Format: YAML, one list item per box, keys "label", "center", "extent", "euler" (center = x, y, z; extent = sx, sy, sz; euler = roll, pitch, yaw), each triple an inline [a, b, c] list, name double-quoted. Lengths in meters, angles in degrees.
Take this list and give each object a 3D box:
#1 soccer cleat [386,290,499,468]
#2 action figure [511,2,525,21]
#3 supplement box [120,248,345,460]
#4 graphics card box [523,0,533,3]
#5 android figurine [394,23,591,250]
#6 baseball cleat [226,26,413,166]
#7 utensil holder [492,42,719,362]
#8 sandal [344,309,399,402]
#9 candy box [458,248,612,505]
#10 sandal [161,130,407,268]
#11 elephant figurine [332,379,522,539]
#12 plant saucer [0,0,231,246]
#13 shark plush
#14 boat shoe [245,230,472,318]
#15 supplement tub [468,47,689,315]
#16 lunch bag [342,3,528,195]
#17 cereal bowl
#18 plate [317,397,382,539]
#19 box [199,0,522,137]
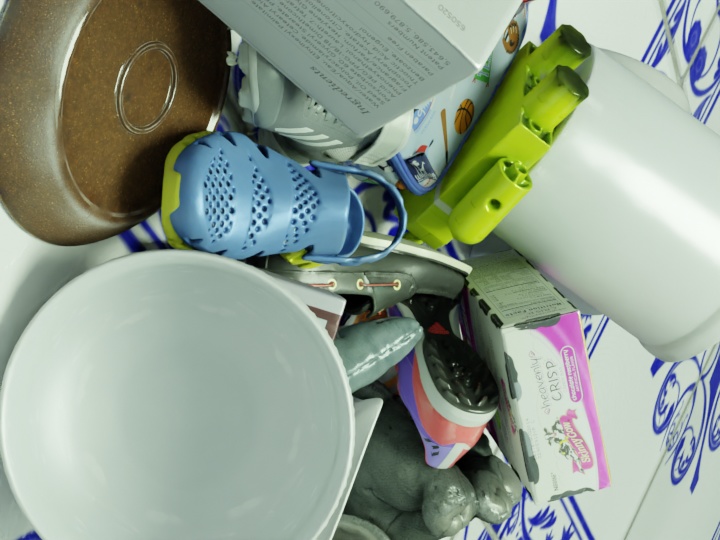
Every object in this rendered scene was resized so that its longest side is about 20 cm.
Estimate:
- label: "soccer cleat"
  center: [0.045, 0.056, 1.276]
  extent: [0.068, 0.200, 0.073]
  euler: [7, 128, -24]
- label: "action figure"
  center: [0.013, -0.215, 1.081]
  extent: [0.130, 0.069, 0.200]
  euler: [-46, 114, -21]
- label: "supplement box"
  center: [-0.092, 0.094, 1.072]
  extent: [0.061, 0.109, 0.200]
  euler: [-158, -94, -77]
- label: "graphics card box"
  center: [0.092, -0.289, 1.142]
  extent: [0.125, 0.051, 0.200]
  euler: [-65, 138, -60]
- label: "android figurine"
  center: [0.092, -0.089, 1.263]
  extent: [0.200, 0.041, 0.182]
  euler: [-46, -162, 31]
- label: "baseball cleat"
  center: [-0.021, -0.110, 1.048]
  extent: [0.200, 0.106, 0.070]
  euler: [70, 19, -82]
- label: "utensil holder"
  center: [0.202, -0.053, 1.311]
  extent: [0.170, 0.200, 0.170]
  euler: [-50, -163, 21]
- label: "sandal"
  center: [0.037, 0.088, 1.366]
  extent: [0.079, 0.059, 0.207]
  euler: [-59, 150, -23]
- label: "candy box"
  center: [0.123, 0.073, 1.282]
  extent: [0.200, 0.061, 0.136]
  euler: [-118, -165, -74]
- label: "sandal"
  center: [-0.041, -0.040, 1.029]
  extent: [0.200, 0.087, 0.080]
  euler: [2, 91, -57]
- label: "elephant figurine"
  center: [0.016, 0.203, 1.318]
  extent: [0.141, 0.155, 0.200]
  euler: [14, 124, -45]
- label: "plant saucer"
  center: [-0.131, -0.105, 0.970]
  extent: [0.200, 0.034, 0.200]
  euler: [-40, 140, -44]
- label: "shark plush"
  center: [-0.049, 0.077, 1.180]
  extent: [0.200, 0.083, 0.091]
  euler: [-21, 108, -42]
- label: "boat shoe"
  center: [-0.002, 0.000, 1.200]
  extent: [0.201, 0.074, 0.063]
  euler: [11, 91, -46]
- label: "supplement tub"
  center: [0.187, -0.077, 1.463]
  extent: [0.200, 0.132, 0.132]
  euler: [-67, 152, -8]
- label: "lunch bag"
  center: [0.039, -0.159, 1.206]
  extent: [0.200, 0.076, 0.160]
  euler: [-61, 149, -21]
- label: "cereal bowl"
  center: [-0.101, 0.085, 0.990]
  extent: [0.083, 0.200, 0.200]
  euler: [-60, 168, -88]
- label: "plate"
  center: [-0.053, 0.182, 1.156]
  extent: [0.200, 0.032, 0.200]
  euler: [141, -28, -74]
- label: "box"
  center: [0.002, -0.218, 0.929]
  extent: [0.200, 0.131, 0.199]
  euler: [39, 61, -16]
